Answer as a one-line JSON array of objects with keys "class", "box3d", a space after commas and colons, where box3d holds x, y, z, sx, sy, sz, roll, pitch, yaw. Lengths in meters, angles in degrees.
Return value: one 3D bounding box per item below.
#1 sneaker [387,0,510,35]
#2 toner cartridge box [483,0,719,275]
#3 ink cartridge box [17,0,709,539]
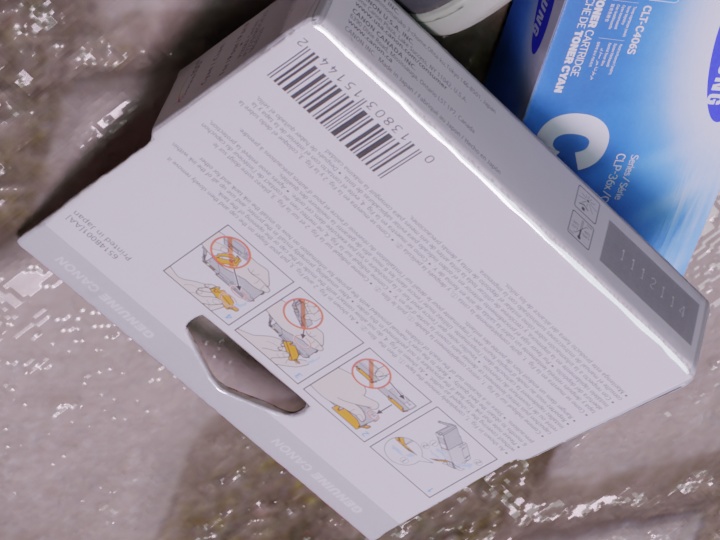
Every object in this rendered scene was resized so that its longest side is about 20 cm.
[{"class": "sneaker", "box3d": [0.060, -0.172, 0.733, 0.200, 0.075, 0.106, -41, 128, 16]}, {"class": "toner cartridge box", "box3d": [0.092, -0.046, 0.863, 0.095, 0.043, 0.201, 2, 126, -21]}, {"class": "ink cartridge box", "box3d": [0.000, 0.000, 0.834, 0.200, 0.045, 0.176, 42, 131, -21]}]
